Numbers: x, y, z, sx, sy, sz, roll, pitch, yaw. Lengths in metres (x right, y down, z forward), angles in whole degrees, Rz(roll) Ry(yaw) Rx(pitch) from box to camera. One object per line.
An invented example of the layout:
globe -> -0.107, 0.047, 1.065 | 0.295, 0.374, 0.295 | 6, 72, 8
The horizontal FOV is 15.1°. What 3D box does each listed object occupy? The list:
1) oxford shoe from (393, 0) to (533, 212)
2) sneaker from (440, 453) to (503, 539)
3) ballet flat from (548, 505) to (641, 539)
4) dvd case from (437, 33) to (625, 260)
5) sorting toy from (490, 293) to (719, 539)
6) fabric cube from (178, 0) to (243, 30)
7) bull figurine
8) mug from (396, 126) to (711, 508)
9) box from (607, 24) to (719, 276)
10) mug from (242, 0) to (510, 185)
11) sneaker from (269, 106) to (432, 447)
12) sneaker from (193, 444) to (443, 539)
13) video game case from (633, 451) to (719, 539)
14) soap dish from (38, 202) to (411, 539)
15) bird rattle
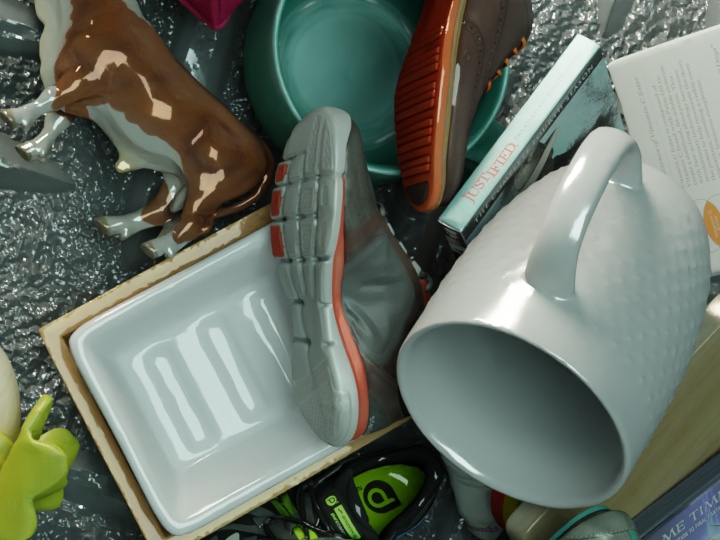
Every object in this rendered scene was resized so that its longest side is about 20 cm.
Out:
oxford shoe -> 0.068, -0.130, 1.604 | 0.072, 0.071, 0.201 | 11, 84, -22
sneaker -> 0.129, 0.095, 1.733 | 0.200, 0.075, 0.100 | -33, 132, -27
ballet flat -> 0.094, 0.209, 1.576 | 0.067, 0.200, 0.064 | -7, 61, -47
dvd case -> 0.114, -0.039, 1.676 | 0.022, 0.200, 0.146 | 31, 75, 26
sorting toy -> 0.174, 0.132, 1.689 | 0.200, 0.070, 0.199 | -45, 138, -14
fabric cube -> -0.090, -0.300, 1.591 | 0.200, 0.199, 0.196 | 41, 74, 12
bull figurine -> -0.145, -0.100, 1.650 | 0.200, 0.065, 0.121 | 42, 73, -2
mug -> 0.124, 0.007, 1.547 | 0.147, 0.200, 0.176 | 22, 53, 18
box -> 0.273, -0.089, 1.700 | 0.106, 0.200, 0.153 | -17, 92, -36
mug -> 0.009, -0.114, 1.680 | 0.152, 0.114, 0.186 | -18, 92, -17
sneaker -> 0.000, 0.000, 1.611 | 0.082, 0.077, 0.201 | -9, 104, -28
sneaker -> -0.032, 0.156, 1.650 | 0.199, 0.083, 0.071 | -27, 76, -28
video game case -> 0.224, 0.204, 1.706 | 0.143, 0.019, 0.200 | -35, 131, -22
soap dish -> -0.077, 0.060, 1.660 | 0.200, 0.081, 0.158 | -29, 94, -16
bird rattle -> -0.269, 0.103, 1.614 | 0.199, 0.113, 0.164 | -10, 77, -4
